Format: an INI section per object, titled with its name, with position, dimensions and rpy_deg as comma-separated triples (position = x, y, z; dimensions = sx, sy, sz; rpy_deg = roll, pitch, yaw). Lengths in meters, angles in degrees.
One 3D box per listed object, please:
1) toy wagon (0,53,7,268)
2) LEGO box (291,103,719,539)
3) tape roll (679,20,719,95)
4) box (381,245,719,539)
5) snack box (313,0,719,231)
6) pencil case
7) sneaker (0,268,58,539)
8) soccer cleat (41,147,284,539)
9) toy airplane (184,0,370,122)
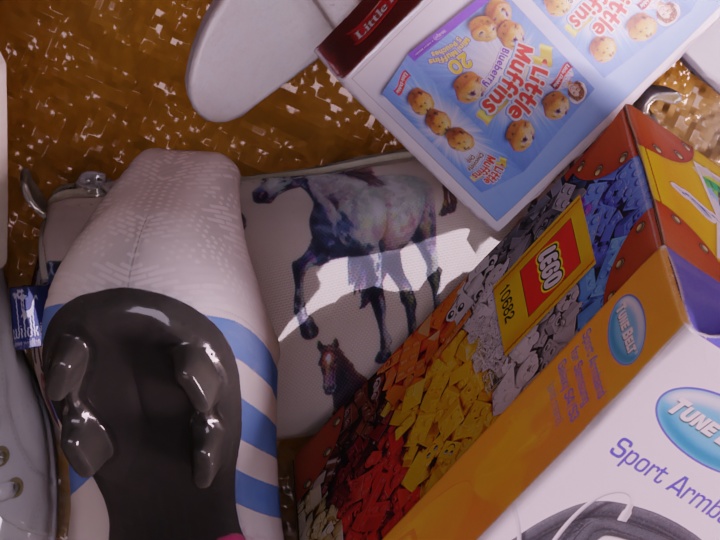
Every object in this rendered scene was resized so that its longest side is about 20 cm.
[toy wagon]
position = -0.176, -0.059, 0.717
dimensions = 0.199, 0.040, 0.156
rpy_deg = 24, 131, 23
[LEGO box]
position = 0.103, 0.073, 0.763
dimensions = 0.199, 0.077, 0.149
rpy_deg = 32, 116, -23
[tape roll]
position = 0.158, -0.133, 0.781
dimensions = 0.201, 0.071, 0.204
rpy_deg = 0, 99, 0
[box]
position = 0.073, 0.083, 0.697
dimensions = 0.119, 0.042, 0.200
rpy_deg = 32, 113, -23
[snack box]
position = 0.083, -0.102, 0.724
dimensions = 0.200, 0.024, 0.072
rpy_deg = -44, 126, 6
[pencil case]
position = 0.000, 0.000, 0.800
dimensions = 0.198, 0.078, 0.090
rpy_deg = -11, 114, 3
[sneaker]
position = -0.135, 0.022, 0.803
dimensions = 0.072, 0.085, 0.202
rpy_deg = -9, 100, 0
[soccer cleat]
position = -0.046, 0.055, 0.746
dimensions = 0.069, 0.087, 0.201
rpy_deg = 8, 134, 6
[toy airplane]
position = -0.055, -0.142, 0.736
dimensions = 0.199, 0.141, 0.200
rpy_deg = -1, 123, -26
